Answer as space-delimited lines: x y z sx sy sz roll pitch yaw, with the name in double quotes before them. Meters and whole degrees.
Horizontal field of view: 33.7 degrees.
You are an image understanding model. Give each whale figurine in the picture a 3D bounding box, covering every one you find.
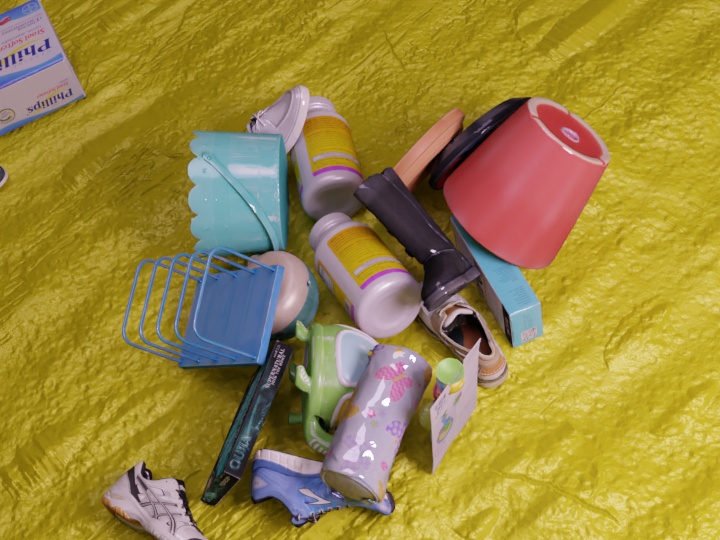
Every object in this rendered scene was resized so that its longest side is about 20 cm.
"whale figurine" -0.147 0.054 1.744 0.199 0.104 0.160 -21 51 28

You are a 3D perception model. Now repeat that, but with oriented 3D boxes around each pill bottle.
"pill bottle" -0.058 -0.181 1.878 0.103 0.105 0.201 -15 52 1
"pill bottle" 0.000 0.000 1.713 0.104 0.105 0.200 -29 45 -9

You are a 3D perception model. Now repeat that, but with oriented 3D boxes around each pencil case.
"pencil case" 0.023 0.193 1.502 0.090 0.083 0.201 28 64 -9

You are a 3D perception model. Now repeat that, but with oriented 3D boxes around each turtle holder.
"turtle holder" -0.027 0.156 1.595 0.130 0.142 0.186 5 27 -8

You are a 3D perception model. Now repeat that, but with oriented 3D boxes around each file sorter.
"file sorter" -0.222 0.051 1.645 0.199 0.122 0.140 -7 66 48

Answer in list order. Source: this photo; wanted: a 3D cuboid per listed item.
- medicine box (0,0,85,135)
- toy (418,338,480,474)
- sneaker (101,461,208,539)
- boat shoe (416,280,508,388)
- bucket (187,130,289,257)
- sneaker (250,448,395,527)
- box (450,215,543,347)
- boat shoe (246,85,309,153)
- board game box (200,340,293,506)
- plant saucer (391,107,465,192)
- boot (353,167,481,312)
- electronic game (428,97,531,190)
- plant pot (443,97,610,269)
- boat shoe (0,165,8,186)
"medicine box" -0.621 -0.367 2.148 0.181 0.103 0.201 -27 52 -7
"toy" 0.107 0.168 1.516 0.047 0.201 0.115 30 64 17
"sneaker" -0.251 0.318 1.569 0.199 0.076 0.088 27 64 28
"boat shoe" 0.138 0.073 1.666 0.074 0.069 0.200 -34 53 -12
"bucket" -0.181 -0.116 1.801 0.133 0.208 0.209 -2 53 2
"sneaker" -0.051 0.296 1.551 0.198 0.079 0.090 10 77 14
"box" 0.193 0.006 1.695 0.049 0.083 0.201 -23 53 -6
"boat shoe" -0.148 -0.219 1.873 0.068 0.200 0.073 13 52 -29
"board game box" -0.153 0.207 1.596 0.028 0.135 0.201 26 57 -8
"plant saucer" 0.088 -0.160 1.783 0.032 0.200 0.200 43 70 5
"boot" 0.067 -0.047 1.619 0.066 0.165 0.201 -39 84 19
"electronic game" 0.182 -0.189 1.778 0.199 0.200 0.042 -36 82 -14
"plant pot" 0.244 -0.131 1.672 0.199 0.178 0.201 27 31 -18
"boat shoe" -0.697 -0.193 2.061 0.199 0.062 0.075 25 61 27
